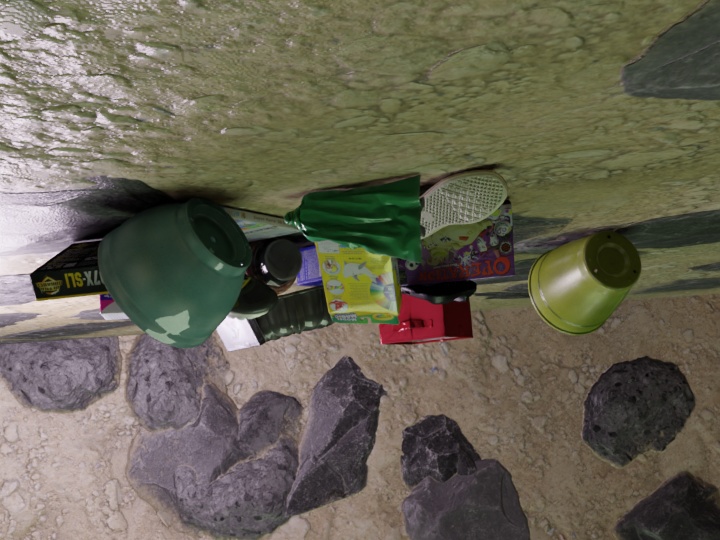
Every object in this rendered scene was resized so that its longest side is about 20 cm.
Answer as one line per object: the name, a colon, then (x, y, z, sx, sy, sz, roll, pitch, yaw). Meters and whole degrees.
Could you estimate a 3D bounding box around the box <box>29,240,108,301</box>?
box: (-0.380, -0.009, 1.334, 0.199, 0.050, 0.160, -6, -164, 7)

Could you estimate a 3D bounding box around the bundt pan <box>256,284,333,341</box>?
bundt pan: (-0.126, 0.080, 1.578, 0.201, 0.076, 0.202, -13, 178, 0)

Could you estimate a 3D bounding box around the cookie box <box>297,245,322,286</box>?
cookie box: (0.005, -0.016, 1.636, 0.171, 0.076, 0.199, 4, 169, -45)

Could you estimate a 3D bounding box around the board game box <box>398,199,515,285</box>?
board game box: (0.142, -0.042, 1.376, 0.199, 0.121, 0.032, -6, -159, 4)

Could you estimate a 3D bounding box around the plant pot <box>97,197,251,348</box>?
plant pot: (-0.234, -0.014, 1.181, 0.134, 0.201, 0.200, -37, 159, 21)

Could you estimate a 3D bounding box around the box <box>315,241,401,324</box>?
box: (0.000, 0.000, 1.341, 0.117, 0.201, 0.048, 1, -143, 13)

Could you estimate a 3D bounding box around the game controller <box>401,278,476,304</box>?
game controller: (0.096, 0.019, 1.443, 0.104, 0.042, 0.200, -1, -170, -39)

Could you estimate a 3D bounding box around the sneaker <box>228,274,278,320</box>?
sneaker: (-0.227, 0.017, 1.414, 0.199, 0.085, 0.075, 16, -140, 17)

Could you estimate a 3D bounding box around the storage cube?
storage cube: (0.150, 0.077, 2.030, 0.170, 0.181, 0.200, -9, 170, 28)

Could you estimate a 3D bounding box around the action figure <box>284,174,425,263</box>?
action figure: (-0.011, -0.073, 1.194, 0.199, 0.119, 0.055, 2, -174, 15)

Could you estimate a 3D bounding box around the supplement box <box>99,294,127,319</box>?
supplement box: (-0.397, 0.036, 1.672, 0.199, 0.102, 0.103, -4, 172, -10)

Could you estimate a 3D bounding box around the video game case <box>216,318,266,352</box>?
video game case: (-0.246, 0.047, 1.533, 0.019, 0.201, 0.143, -29, -173, -32)

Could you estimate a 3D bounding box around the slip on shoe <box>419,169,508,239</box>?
slip on shoe: (0.128, -0.097, 1.211, 0.200, 0.074, 0.061, -24, -165, 50)

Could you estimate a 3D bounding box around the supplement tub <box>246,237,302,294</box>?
supplement tub: (-0.176, -0.002, 1.514, 0.107, 0.108, 0.200, 0, 171, -32)

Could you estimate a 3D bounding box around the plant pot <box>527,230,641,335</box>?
plant pot: (0.482, 0.011, 1.809, 0.199, 0.201, 0.193, -3, 160, -16)

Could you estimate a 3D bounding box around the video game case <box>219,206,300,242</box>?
video game case: (-0.205, -0.068, 1.347, 0.143, 0.018, 0.200, -9, 171, 32)
